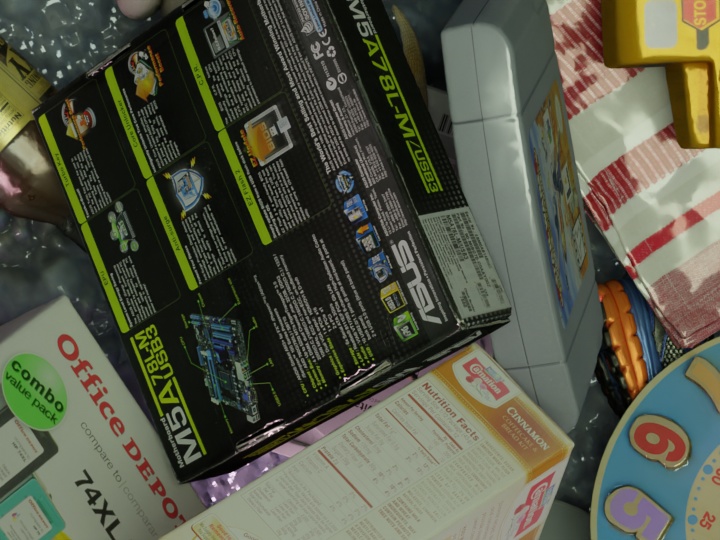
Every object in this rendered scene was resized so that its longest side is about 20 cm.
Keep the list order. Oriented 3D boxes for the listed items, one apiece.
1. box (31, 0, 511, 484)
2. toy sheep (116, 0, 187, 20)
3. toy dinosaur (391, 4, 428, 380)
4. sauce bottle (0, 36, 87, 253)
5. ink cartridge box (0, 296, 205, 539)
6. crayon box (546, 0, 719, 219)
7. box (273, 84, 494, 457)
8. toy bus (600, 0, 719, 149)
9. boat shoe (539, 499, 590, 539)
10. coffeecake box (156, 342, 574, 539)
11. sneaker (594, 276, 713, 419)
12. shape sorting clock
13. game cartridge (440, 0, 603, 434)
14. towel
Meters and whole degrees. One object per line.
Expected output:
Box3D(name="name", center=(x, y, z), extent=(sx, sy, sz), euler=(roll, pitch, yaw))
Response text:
Box3D(name="box", center=(-0.046, -0.028, 1.291), extent=(0.193, 0.047, 0.201), euler=(-32, 77, 39))
Box3D(name="toy sheep", center=(-0.094, -0.182, 1.347), extent=(0.199, 0.138, 0.138), euler=(17, 93, -7))
Box3D(name="toy dinosaur", center=(0.024, -0.022, 1.372), extent=(0.101, 0.058, 0.201), euler=(18, 93, -6))
Box3D(name="sauce bottle", center=(-0.177, -0.072, 1.385), extent=(0.200, 0.065, 0.065), euler=(44, 90, -10))
Box3D(name="ink cartridge box", center=(-0.198, 0.136, 1.306), extent=(0.146, 0.200, 0.147), euler=(-27, 100, 40))
Box3D(name="crayon box", center=(0.151, -0.140, 1.413), extent=(0.119, 0.058, 0.200), euler=(-41, 98, 0))
Box3D(name="box", center=(0.000, 0.000, 1.420), extent=(0.155, 0.041, 0.201), euler=(18, 92, -7))
Box3D(name="toy bus", center=(0.155, -0.158, 1.332), extent=(0.078, 0.065, 0.201), euler=(-3, 93, -5))
Box3D(name="boat shoe", center=(0.041, 0.162, 1.427), extent=(0.199, 0.070, 0.071), euler=(-3, 63, -27))
Box3D(name="coffeecake box", center=(-0.011, 0.143, 1.271), extent=(0.200, 0.154, 0.073), euler=(-30, 63, -29))
Box3D(name="sneaker", center=(0.181, 0.090, 1.432), extent=(0.078, 0.075, 0.201), euler=(-22, 99, -7))
Box3D(name="shape sorting clock", center=(0.210, 0.123, 1.359), extent=(0.199, 0.039, 0.201), euler=(-2, 79, 9))
Box3D(name="game cartridge", center=(0.078, -0.030, 1.308), extent=(0.041, 0.133, 0.201), euler=(-9, 107, 10))
Box3D(name="towel", center=(0.162, -0.079, 1.380), extent=(0.144, 0.023, 0.200), euler=(-35, 98, -1))
